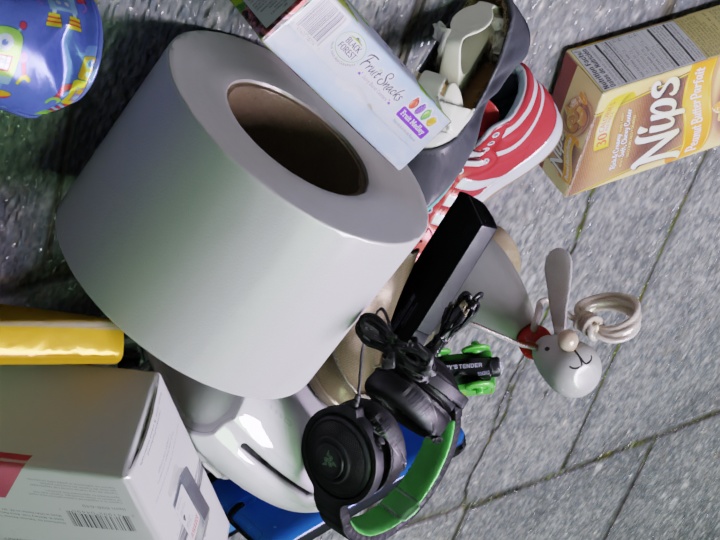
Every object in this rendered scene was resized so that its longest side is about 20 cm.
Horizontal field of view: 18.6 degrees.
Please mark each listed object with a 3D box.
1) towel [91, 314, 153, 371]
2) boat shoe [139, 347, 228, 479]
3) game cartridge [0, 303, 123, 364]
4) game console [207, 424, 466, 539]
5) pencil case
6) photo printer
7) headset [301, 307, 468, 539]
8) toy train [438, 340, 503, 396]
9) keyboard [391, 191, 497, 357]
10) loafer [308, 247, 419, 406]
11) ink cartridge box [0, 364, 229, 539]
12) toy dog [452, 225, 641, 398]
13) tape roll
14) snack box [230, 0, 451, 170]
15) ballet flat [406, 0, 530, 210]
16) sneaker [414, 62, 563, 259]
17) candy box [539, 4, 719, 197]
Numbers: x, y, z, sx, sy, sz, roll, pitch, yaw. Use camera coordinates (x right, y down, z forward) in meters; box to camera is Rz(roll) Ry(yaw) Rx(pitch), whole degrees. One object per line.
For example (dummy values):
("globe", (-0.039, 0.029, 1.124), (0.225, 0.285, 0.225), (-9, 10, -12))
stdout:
("towel", (-0.242, 0.122, 1.565), (0.199, 0.086, 0.166), (-19, 143, -25))
("boat shoe", (-0.126, 0.106, 1.672), (0.065, 0.074, 0.200), (-6, 138, 26))
("game cartridge", (-0.275, 0.038, 1.348), (0.199, 0.176, 0.033), (-1, 94, -45))
("game console", (-0.027, 0.186, 1.823), (0.199, 0.170, 0.119), (-28, 127, -22))
("pencil case", (-0.240, -0.130, 1.225), (0.199, 0.078, 0.088), (0, 104, -45))
("photo printer", (-0.086, 0.071, 1.520), (0.069, 0.201, 0.166), (-35, 142, 10))
("headset", (0.025, 0.105, 1.446), (0.123, 0.094, 0.201), (-41, 142, -27))
("toy train", (0.009, 0.084, 1.675), (0.198, 0.042, 0.056), (-5, 166, 0))
("keyboard", (0.041, 0.046, 1.562), (0.020, 0.127, 0.201), (25, 109, -19))
("loafer", (0.000, 0.000, 1.546), (0.067, 0.202, 0.076), (-8, 165, 36))
("ink cartridge box", (-0.180, 0.145, 1.436), (0.145, 0.085, 0.201), (5, 145, 15))
("toy dog", (0.113, 0.012, 1.706), (0.132, 0.199, 0.097), (-47, 141, -35))
("tape roll", (-0.076, -0.036, 1.404), (0.202, 0.203, 0.139), (8, 127, -50))
("snack box", (-0.036, -0.157, 1.337), (0.053, 0.142, 0.200), (-41, 149, 5))
("ballet flat", (0.057, -0.124, 1.499), (0.200, 0.073, 0.073), (-57, 162, -33))
("sneaker", (0.059, -0.076, 1.616), (0.200, 0.071, 0.113), (-44, 154, -4))
("candy box", (0.239, -0.139, 1.730), (0.199, 0.055, 0.116), (-19, 145, -28))
